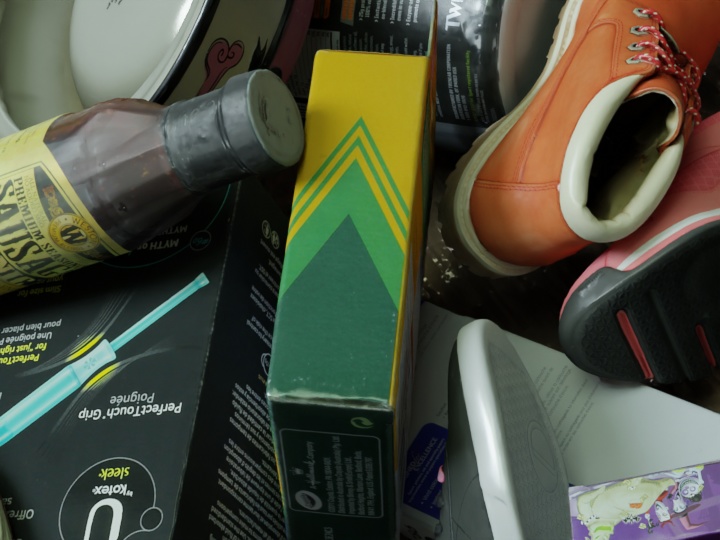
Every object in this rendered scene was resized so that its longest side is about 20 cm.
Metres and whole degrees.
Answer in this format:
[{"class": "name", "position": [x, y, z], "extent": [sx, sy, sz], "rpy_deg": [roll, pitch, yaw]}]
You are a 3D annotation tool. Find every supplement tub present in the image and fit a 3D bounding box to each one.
[{"class": "supplement tub", "position": [0.010, -0.126, 0.880], "extent": [0.199, 0.123, 0.123], "rpy_deg": [11, 63, 31]}]

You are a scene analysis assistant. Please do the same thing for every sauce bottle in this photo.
[{"class": "sauce bottle", "position": [-0.117, -0.035, 0.728], "extent": [0.199, 0.066, 0.066], "rpy_deg": [-19, 50, 29]}]

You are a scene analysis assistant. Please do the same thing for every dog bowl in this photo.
[{"class": "dog bowl", "position": [-0.101, -0.130, 0.832], "extent": [0.200, 0.074, 0.201], "rpy_deg": [-19, 62, 41]}]

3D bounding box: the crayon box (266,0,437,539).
[{"class": "crayon box", "position": [0.000, 0.000, 0.739], "extent": [0.051, 0.126, 0.201], "rpy_deg": [4, 56, 5]}]

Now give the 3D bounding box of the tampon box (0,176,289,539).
[{"class": "tampon box", "position": [-0.104, 0.074, 0.788], "extent": [0.149, 0.126, 0.201], "rpy_deg": [-7, 56, 24]}]

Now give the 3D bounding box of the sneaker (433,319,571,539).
[{"class": "sneaker", "position": [0.033, 0.124, 0.688], "extent": [0.099, 0.071, 0.201], "rpy_deg": [-14, 81, 26]}]

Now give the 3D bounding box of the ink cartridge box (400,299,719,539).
[{"class": "ink cartridge box", "position": [0.083, 0.088, 0.751], "extent": [0.200, 0.039, 0.100], "rpy_deg": [23, 69, 34]}]

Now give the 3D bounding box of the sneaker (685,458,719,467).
[{"class": "sneaker", "position": [0.193, 0.060, 0.676], "extent": [0.199, 0.074, 0.116], "rpy_deg": [-3, 57, -4]}]

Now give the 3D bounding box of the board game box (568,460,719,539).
[{"class": "board game box", "position": [0.153, 0.116, 0.592], "extent": [0.120, 0.200, 0.032], "rpy_deg": [-10, 55, 19]}]

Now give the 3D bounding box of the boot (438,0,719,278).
[{"class": "boot", "position": [0.124, -0.082, 0.765], "extent": [0.200, 0.075, 0.107], "rpy_deg": [-56, 17, -19]}]

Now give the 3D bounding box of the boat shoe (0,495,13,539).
[{"class": "boat shoe", "position": [-0.212, 0.071, 0.714], "extent": [0.075, 0.075, 0.202], "rpy_deg": [-45, 47, -5]}]

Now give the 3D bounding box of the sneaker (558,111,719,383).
[{"class": "sneaker", "position": [0.156, -0.021, 0.776], "extent": [0.200, 0.074, 0.087], "rpy_deg": [-34, 35, -18]}]
